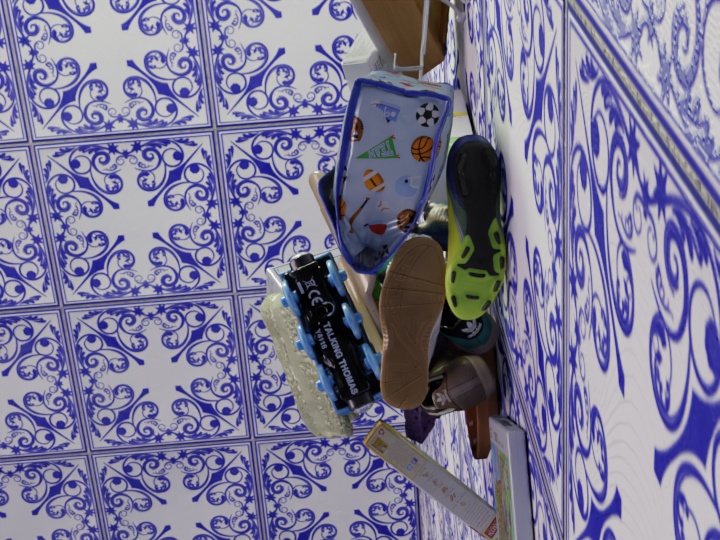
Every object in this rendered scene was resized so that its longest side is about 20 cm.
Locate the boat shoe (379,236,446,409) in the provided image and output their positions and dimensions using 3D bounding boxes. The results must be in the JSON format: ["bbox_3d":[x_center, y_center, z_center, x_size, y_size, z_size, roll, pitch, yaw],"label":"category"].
[{"bbox_3d":[0.056,0.052,1.510,0.069,0.070,0.201,-68,-13,-71],"label":"boat shoe"}]

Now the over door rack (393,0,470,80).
[{"bbox_3d":[0.090,-0.300,1.571,0.148,0.066,0.201,88,-162,-81],"label":"over door rack"}]

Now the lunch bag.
[{"bbox_3d":[0.026,-0.105,1.435,0.170,0.123,0.201,-59,-20,-75],"label":"lunch bag"}]

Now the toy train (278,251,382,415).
[{"bbox_3d":[-0.031,0.075,1.579,0.114,0.086,0.201,58,-172,-79],"label":"toy train"}]

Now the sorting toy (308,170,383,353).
[{"bbox_3d":[0.000,0.000,1.594,0.200,0.036,0.186,74,172,-56],"label":"sorting toy"}]

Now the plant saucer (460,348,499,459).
[{"bbox_3d":[0.150,0.137,1.702,0.200,0.032,0.201,-4,-90,-90],"label":"plant saucer"}]

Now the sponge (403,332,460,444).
[{"bbox_3d":[0.090,0.113,1.707,0.112,0.030,0.201,-49,-32,-38],"label":"sponge"}]

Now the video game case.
[{"bbox_3d":[0.167,0.267,1.483,0.182,0.022,0.201,111,155,-89],"label":"video game case"}]

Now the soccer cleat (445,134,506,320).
[{"bbox_3d":[0.122,-0.048,1.454,0.084,0.064,0.201,-99,9,-75],"label":"soccer cleat"}]

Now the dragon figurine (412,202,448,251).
[{"bbox_3d":[0.113,-0.042,1.581,0.200,0.099,0.059,65,-137,-66],"label":"dragon figurine"}]

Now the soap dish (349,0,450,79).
[{"bbox_3d":[0.052,-0.362,1.717,0.200,0.081,0.158,53,-143,-50],"label":"soap dish"}]

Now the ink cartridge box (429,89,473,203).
[{"bbox_3d":[0.108,-0.152,1.722,0.200,0.067,0.117,-96,1,-53],"label":"ink cartridge box"}]

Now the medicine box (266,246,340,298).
[{"bbox_3d":[-0.005,0.065,1.807,0.200,0.182,0.103,52,151,41],"label":"medicine box"}]

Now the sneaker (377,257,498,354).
[{"bbox_3d":[0.079,0.019,1.591,0.200,0.071,0.080,38,175,35],"label":"sneaker"}]

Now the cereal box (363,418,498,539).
[{"bbox_3d":[0.092,0.261,1.684,0.040,0.200,0.144,-51,-4,-4],"label":"cereal box"}]

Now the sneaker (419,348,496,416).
[{"bbox_3d":[0.094,0.134,1.582,0.071,0.075,0.200,65,166,4],"label":"sneaker"}]

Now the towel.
[{"bbox_3d":[-0.066,0.117,1.698,0.148,0.036,0.201,-24,85,66],"label":"towel"}]

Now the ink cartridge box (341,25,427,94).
[{"bbox_3d":[0.042,-0.250,1.825,0.200,0.043,0.174,-65,-36,-51],"label":"ink cartridge box"}]

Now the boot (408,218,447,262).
[{"bbox_3d":[0.104,-0.059,1.765,0.200,0.090,0.073,-95,1,-49],"label":"boot"}]
